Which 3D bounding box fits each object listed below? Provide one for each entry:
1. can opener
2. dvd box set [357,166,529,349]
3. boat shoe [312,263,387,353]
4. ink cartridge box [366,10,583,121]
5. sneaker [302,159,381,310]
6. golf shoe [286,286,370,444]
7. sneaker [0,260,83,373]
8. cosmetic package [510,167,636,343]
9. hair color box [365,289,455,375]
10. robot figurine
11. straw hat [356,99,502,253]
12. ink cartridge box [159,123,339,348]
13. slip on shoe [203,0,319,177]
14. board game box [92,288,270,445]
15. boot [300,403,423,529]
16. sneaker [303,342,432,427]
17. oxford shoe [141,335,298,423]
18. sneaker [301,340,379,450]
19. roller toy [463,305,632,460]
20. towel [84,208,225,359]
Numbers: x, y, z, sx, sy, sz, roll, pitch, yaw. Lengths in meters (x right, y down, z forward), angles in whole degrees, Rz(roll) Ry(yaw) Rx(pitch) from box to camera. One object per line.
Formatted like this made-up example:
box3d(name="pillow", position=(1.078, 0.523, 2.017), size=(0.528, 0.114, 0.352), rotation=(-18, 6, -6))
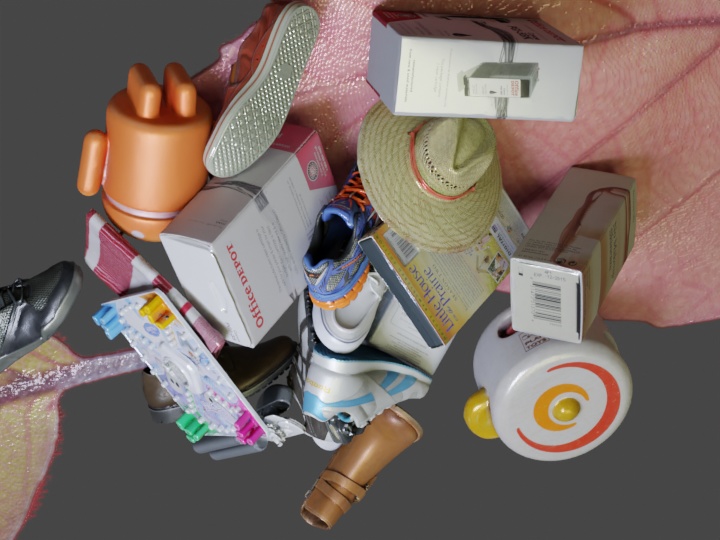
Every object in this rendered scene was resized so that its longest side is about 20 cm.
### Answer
box3d(name="can opener", position=(-0.134, 0.191, 1.637), size=(0.052, 0.067, 0.199), rotation=(28, 147, -28))
box3d(name="dvd box set", position=(0.100, -0.031, 1.474), size=(0.029, 0.200, 0.147), rotation=(-19, 111, 51))
box3d(name="boat shoe", position=(0.000, 0.000, 1.499), size=(0.073, 0.202, 0.066), rotation=(24, 139, -10))
box3d(name="ink cartridge box", position=(0.118, -0.217, 1.413), size=(0.197, 0.147, 0.084), rotation=(0, 111, -13))
box3d(name="sneaker", position=(-0.005, -0.058, 1.447), size=(0.074, 0.202, 0.079), rotation=(12, 158, 25))
box3d(name="golf shoe", position=(-0.056, 0.107, 1.582), size=(0.094, 0.077, 0.203), rotation=(-9, 91, 39))
box3d(name="sneaker", position=(-0.409, 0.043, 1.514), size=(0.198, 0.077, 0.114), rotation=(-34, 129, 17))
box3d(name="cosmetic package", position=(0.245, -0.021, 1.529), size=(0.086, 0.200, 0.105), rotation=(11, 130, 24))
box3d(name="hair color box", position=(0.085, 0.007, 1.569), size=(0.098, 0.061, 0.202), rotation=(27, 95, -26))
box3d(name="robot figurine", position=(-0.215, -0.117, 1.429), size=(0.115, 0.144, 0.202), rotation=(23, 123, 20))
box3d(name="straw hat", position=(0.098, -0.126, 1.427), size=(0.199, 0.204, 0.085), rotation=(23, 151, -24))
box3d(name="ink cartridge box", position=(-0.109, -0.041, 1.448), size=(0.082, 0.200, 0.148), rotation=(13, 138, 35))
box3d(name="slip on shoe", position=(-0.110, -0.191, 1.403), size=(0.074, 0.061, 0.202), rotation=(25, 90, -49))
box3d(name="board game box", position=(-0.204, 0.113, 1.491), size=(0.026, 0.199, 0.201), rotation=(-42, 104, -25))
box3d(name="boot", position=(-0.007, 0.238, 1.640), size=(0.077, 0.200, 0.156), rotation=(42, 68, -3))
box3d(name="sneaker", position=(0.005, 0.132, 1.529), size=(0.199, 0.076, 0.082), rotation=(10, 100, -50))
box3d(name="oxford shoe", position=(-0.170, 0.114, 1.614), size=(0.197, 0.073, 0.085), rotation=(-20, 112, -5))
box3d(name="sneaker", position=(-0.023, 0.146, 1.653), size=(0.073, 0.087, 0.202), rotation=(0, 124, -20))
box3d(name="roller toy", position=(0.237, 0.137, 1.669), size=(0.197, 0.140, 0.184), rotation=(14, 118, -19))
box3d(name="towel", position=(-0.230, 0.029, 1.467), size=(0.200, 0.144, 0.023), rotation=(44, 69, 4))
